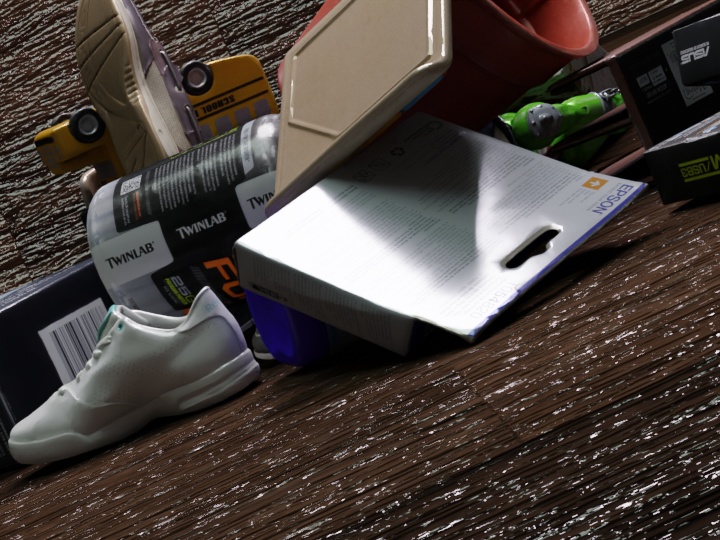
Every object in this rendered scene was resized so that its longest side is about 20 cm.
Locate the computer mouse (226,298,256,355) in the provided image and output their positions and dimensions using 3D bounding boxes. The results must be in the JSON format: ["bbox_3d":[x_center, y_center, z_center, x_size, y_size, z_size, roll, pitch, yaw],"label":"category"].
[{"bbox_3d":[-0.103,0.051,1.495,0.199,0.046,0.140,-24,5,5],"label":"computer mouse"}]

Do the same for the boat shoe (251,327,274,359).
[{"bbox_3d":[0.000,0.000,1.455,0.199,0.057,0.067,-27,17,-17],"label":"boat shoe"}]

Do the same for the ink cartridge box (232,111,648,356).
[{"bbox_3d":[0.054,-0.021,1.269,0.199,0.041,0.199,21,43,36],"label":"ink cartridge box"}]

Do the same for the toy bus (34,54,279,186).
[{"bbox_3d":[-0.175,-0.125,1.677,0.199,0.079,0.065,-27,11,-24],"label":"toy bus"}]

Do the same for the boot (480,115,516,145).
[{"bbox_3d":[0.099,-0.133,1.647,0.096,0.202,0.075,12,-1,32],"label":"boot"}]

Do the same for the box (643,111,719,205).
[{"bbox_3d":[0.315,-0.110,1.274,0.199,0.048,0.193,-27,9,-32],"label":"box"}]

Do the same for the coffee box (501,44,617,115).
[{"bbox_3d":[0.166,-0.176,1.846,0.112,0.081,0.200,-18,-17,22],"label":"coffee box"}]

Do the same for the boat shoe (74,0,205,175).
[{"bbox_3d":[-0.177,-0.147,1.603,0.064,0.201,0.072,-2,-31,-43],"label":"boat shoe"}]

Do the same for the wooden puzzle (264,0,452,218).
[{"bbox_3d":[0.006,-0.144,1.372,0.185,0.037,0.201,-39,29,35],"label":"wooden puzzle"}]

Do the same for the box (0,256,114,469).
[{"bbox_3d":[-0.287,0.084,1.603,0.199,0.118,0.196,-20,7,39],"label":"box"}]

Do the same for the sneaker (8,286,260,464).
[{"bbox_3d":[-0.173,0.072,1.398,0.199,0.089,0.075,-23,8,16],"label":"sneaker"}]

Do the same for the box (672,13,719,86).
[{"bbox_3d":[0.353,-0.178,1.431,0.199,0.044,0.160,-7,-6,-40],"label":"box"}]

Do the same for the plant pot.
[{"bbox_3d":[0.049,-0.178,1.540,0.195,0.201,0.201,-45,-4,27],"label":"plant pot"}]

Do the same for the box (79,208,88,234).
[{"bbox_3d":[-0.110,-0.028,1.690,0.199,0.150,0.124,-28,11,-34],"label":"box"}]

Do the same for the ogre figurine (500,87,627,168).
[{"bbox_3d":[0.141,-0.110,1.731,0.199,0.099,0.119,0,2,37],"label":"ogre figurine"}]

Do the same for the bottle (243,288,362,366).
[{"bbox_3d":[0.016,-0.007,1.368,0.199,0.084,0.065,-27,16,-27],"label":"bottle"}]

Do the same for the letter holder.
[{"bbox_3d":[0.226,-0.133,1.553,0.199,0.101,0.142,-30,7,-42],"label":"letter holder"}]

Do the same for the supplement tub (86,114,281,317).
[{"bbox_3d":[-0.097,-0.041,1.487,0.199,0.123,0.123,-22,7,17],"label":"supplement tub"}]

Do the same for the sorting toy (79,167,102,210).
[{"bbox_3d":[-0.154,-0.036,1.771,0.199,0.187,0.036,-30,24,-33],"label":"sorting toy"}]
